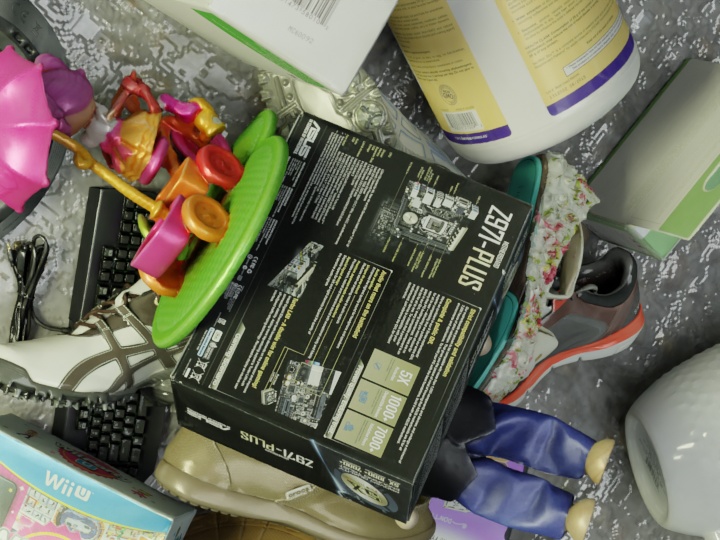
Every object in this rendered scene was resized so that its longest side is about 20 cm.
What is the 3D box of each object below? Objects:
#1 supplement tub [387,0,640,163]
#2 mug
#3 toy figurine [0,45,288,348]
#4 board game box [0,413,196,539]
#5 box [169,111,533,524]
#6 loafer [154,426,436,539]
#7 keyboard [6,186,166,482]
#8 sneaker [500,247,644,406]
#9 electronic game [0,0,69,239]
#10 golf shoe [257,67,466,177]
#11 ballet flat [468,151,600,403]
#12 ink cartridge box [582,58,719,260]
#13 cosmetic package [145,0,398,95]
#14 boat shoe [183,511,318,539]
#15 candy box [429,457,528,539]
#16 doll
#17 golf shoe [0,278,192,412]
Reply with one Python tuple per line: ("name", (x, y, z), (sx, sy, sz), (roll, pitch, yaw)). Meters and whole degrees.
("supplement tub", (0.085, -0.190, 1.423), (0.145, 0.145, 0.201), (-33, 111, -12))
("mug", (0.297, 0.144, 1.558), (0.174, 0.148, 0.202), (-15, 71, -8))
("toy figurine", (-0.155, -0.078, 1.324), (0.183, 0.201, 0.150), (32, 126, -15))
("board game box", (-0.216, 0.215, 1.394), (0.147, 0.064, 0.201), (25, 94, 10))
("box", (-0.004, 0.028, 1.337), (0.163, 0.086, 0.201), (21, 68, 7))
("loafer", (-0.034, 0.136, 1.407), (0.199, 0.076, 0.068), (15, 97, -25))
("keyboard", (-0.182, 0.043, 1.438), (0.126, 0.021, 0.202), (6, 98, -22))
("sneaker", (0.114, 0.034, 1.508), (0.199, 0.077, 0.082), (-25, 136, -26))
("electronic game", (-0.275, -0.096, 1.349), (0.198, 0.042, 0.202), (-12, 117, -25))
("golf shoe", (0.010, -0.080, 1.461), (0.078, 0.097, 0.200), (-43, 87, 11))
("ballet flat", (0.112, 0.019, 1.443), (0.064, 0.075, 0.202), (24, 83, -26))
("ink cartridge box", (0.238, -0.074, 1.476), (0.048, 0.200, 0.146), (42, 85, -21))
("cosmetic package", (-0.063, -0.180, 1.338), (0.107, 0.200, 0.085), (30, 88, -22))
("boat shoe", (-0.113, 0.211, 1.449), (0.198, 0.074, 0.070), (-6, 115, 12))
("candy box", (0.016, 0.189, 1.516), (0.166, 0.071, 0.202), (13, 96, -23))
("doll", (0.061, 0.105, 1.381), (0.198, 0.048, 0.138), (18, 84, 5))
("golf shoe", (-0.162, 0.044, 1.402), (0.199, 0.077, 0.095), (3, 92, -36))
